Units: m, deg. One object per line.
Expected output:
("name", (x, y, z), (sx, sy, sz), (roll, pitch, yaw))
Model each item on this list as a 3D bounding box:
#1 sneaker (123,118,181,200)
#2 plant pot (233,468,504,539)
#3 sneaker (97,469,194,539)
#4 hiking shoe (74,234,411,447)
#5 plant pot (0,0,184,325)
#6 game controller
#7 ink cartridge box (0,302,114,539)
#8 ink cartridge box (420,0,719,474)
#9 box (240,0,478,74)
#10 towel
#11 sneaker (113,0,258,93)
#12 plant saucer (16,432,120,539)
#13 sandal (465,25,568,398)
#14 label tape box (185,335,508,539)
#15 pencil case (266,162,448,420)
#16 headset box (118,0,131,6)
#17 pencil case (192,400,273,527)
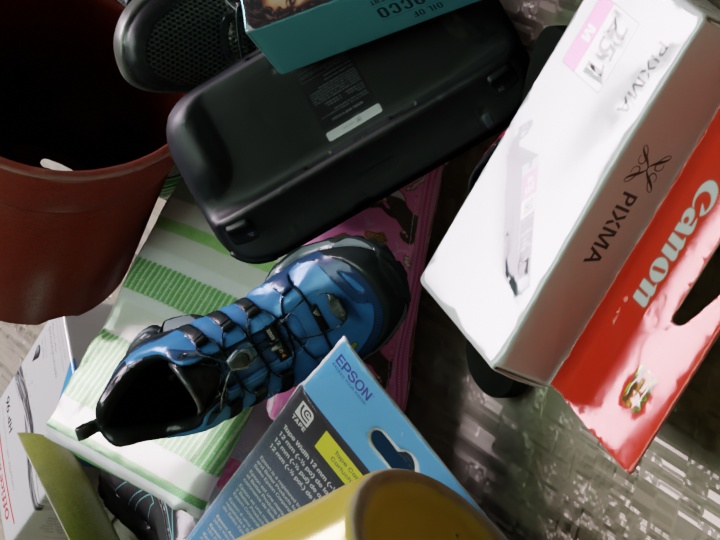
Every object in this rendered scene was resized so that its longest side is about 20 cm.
("sneaker", (-0.109, -0.101, 1.649), (0.200, 0.085, 0.079), (-45, 47, 49))
("plant pot", (-0.018, 0.200, 1.230), (0.189, 0.200, 0.202), (-42, 46, 29))
("sneaker", (-0.109, 0.158, 1.634), (0.079, 0.075, 0.200), (-52, 32, 7))
("hiking shoe", (-0.058, 0.049, 1.360), (0.199, 0.087, 0.075), (-27, 103, 32))
("plant pot", (-0.200, -0.079, 1.568), (0.196, 0.199, 0.202), (111, 151, -52))
("game controller", (-0.007, -0.089, 1.365), (0.105, 0.199, 0.042), (61, -171, 6))
("ink cartridge box", (-0.214, 0.126, 1.814), (0.200, 0.067, 0.117), (-54, 40, 44))
("ink cartridge box", (0.124, -0.031, 1.200), (0.201, 0.043, 0.174), (-60, 33, 14))
("box", (0.032, -0.180, 1.319), (0.199, 0.049, 0.083), (-19, 60, 15))
("towel", (-0.099, 0.037, 1.519), (0.152, 0.023, 0.201), (22, 82, 44))
("sneaker", (-0.034, -0.138, 1.403), (0.114, 0.198, 0.077), (24, 120, 60))
("plant saucer", (-0.169, 0.190, 1.666), (0.201, 0.031, 0.200), (61, 171, 16))
("sandal", (0.083, -0.029, 1.318), (0.075, 0.045, 0.202), (35, 115, 58))
("label tape box", (0.005, 0.137, 1.350), (0.143, 0.066, 0.200), (49, 132, 14))
("pencil case", (0.000, 0.000, 1.430), (0.087, 0.082, 0.202), (-145, 65, -75))
("headset box", (-0.051, -0.248, 1.479), (0.093, 0.173, 0.201), (43, 120, 57))
("pencil case", (-0.071, 0.094, 1.539), (0.091, 0.083, 0.201), (-35, 50, 27))
